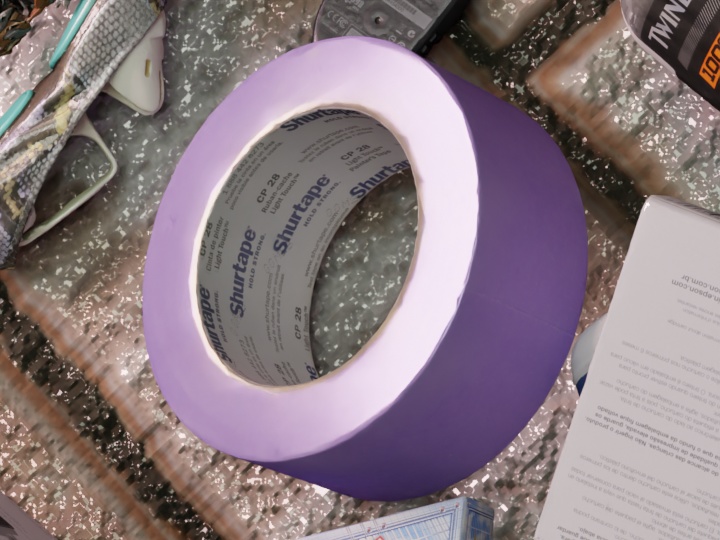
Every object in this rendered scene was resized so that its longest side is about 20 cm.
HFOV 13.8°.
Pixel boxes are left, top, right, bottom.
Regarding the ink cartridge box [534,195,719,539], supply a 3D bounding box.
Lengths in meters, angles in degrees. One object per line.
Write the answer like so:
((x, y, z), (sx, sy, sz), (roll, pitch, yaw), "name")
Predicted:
((0.176, 0.094, 1.214), (0.196, 0.043, 0.200), (23, 102, 29), "ink cartridge box")

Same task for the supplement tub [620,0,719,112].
((0.206, -0.116, 1.358), (0.200, 0.123, 0.123), (41, 91, 16), "supplement tub")

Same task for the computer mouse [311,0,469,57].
((0.047, -0.162, 1.454), (0.059, 0.034, 0.200), (40, 85, 17), "computer mouse")

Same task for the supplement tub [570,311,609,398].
((0.188, 0.102, 1.314), (0.145, 0.145, 0.200), (-20, 77, 9), "supplement tub")

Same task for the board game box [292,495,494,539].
((-0.010, 0.195, 1.331), (0.200, 0.062, 0.200), (-30, 75, 9), "board game box")

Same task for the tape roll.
((0.000, 0.000, 1.364), (0.200, 0.085, 0.200), (-16, 63, 35), "tape roll")

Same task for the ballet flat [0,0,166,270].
((-0.138, -0.083, 1.469), (0.072, 0.072, 0.200), (36, 90, 16), "ballet flat")

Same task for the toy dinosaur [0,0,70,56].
((-0.149, -0.195, 1.444), (0.102, 0.136, 0.200), (10, 93, 2), "toy dinosaur")

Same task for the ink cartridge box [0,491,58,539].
((-0.214, 0.154, 1.370), (0.067, 0.200, 0.116), (40, 91, 15), "ink cartridge box")
